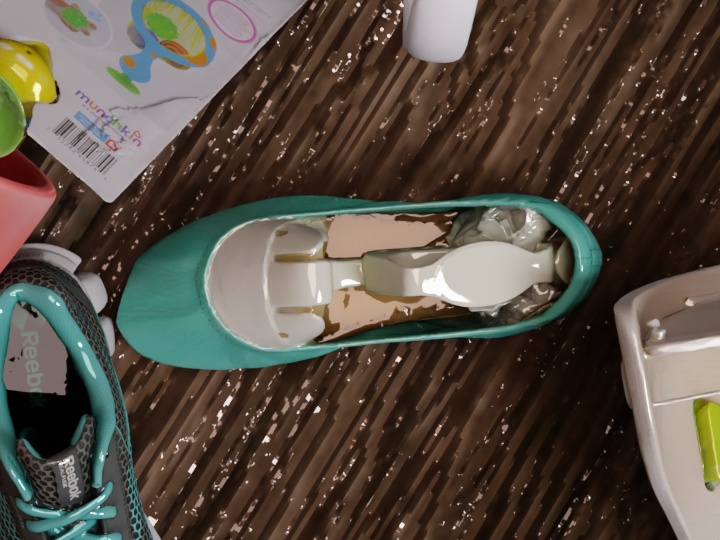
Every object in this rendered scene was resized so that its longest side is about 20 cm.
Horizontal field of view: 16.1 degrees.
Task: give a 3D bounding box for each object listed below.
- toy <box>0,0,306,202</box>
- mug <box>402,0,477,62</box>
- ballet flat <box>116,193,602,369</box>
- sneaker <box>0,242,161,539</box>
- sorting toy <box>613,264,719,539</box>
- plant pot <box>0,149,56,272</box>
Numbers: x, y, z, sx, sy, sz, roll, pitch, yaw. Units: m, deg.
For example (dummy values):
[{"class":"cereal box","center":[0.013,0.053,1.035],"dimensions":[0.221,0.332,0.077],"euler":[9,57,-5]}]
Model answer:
[{"class":"toy","center":[-0.107,-0.093,0.978],"dimensions":[0.115,0.200,0.047],"euler":[39,121,-2]},{"class":"mug","center":[0.045,-0.179,0.977],"dimensions":[0.147,0.175,0.202],"euler":[11,86,-4]},{"class":"ballet flat","center":[0.000,0.000,1.017],"dimensions":[0.198,0.070,0.068],"euler":[-6,88,-5]},{"class":"sneaker","center":[-0.118,0.088,0.992],"dimensions":[0.077,0.091,0.201],"euler":[-16,89,-5]},{"class":"sorting toy","center":[0.201,0.083,1.022],"dimensions":[0.198,0.107,0.181],"euler":[-9,95,-6]},{"class":"plant pot","center":[-0.241,-0.003,0.947],"dimensions":[0.200,0.200,0.178],"euler":[30,95,-3]}]
